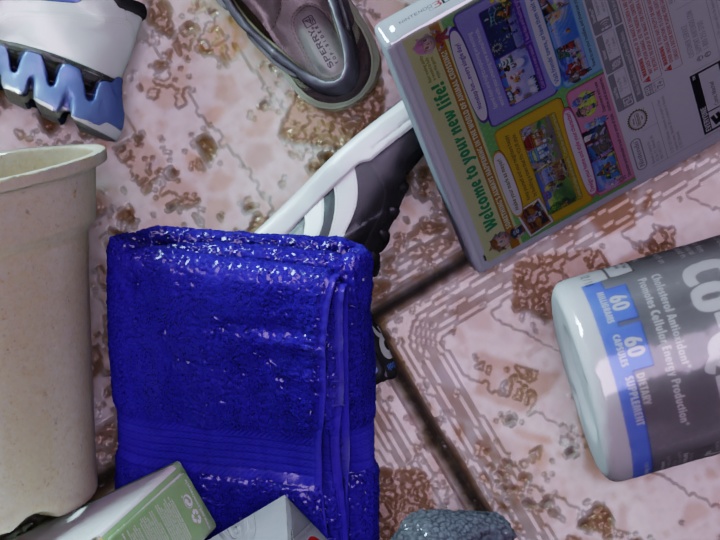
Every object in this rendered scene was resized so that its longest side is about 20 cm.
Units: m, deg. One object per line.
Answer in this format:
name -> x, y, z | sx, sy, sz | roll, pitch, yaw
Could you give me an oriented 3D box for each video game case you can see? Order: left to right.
video game case -> 0.114, -0.104, 1.384 | 0.181, 0.200, 0.022 | -29, 51, -3

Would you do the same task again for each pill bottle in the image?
pill bottle -> 0.212, 0.034, 1.406 | 0.199, 0.114, 0.114 | -16, 87, -2

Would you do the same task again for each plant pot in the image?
plant pot -> -0.216, 0.041, 1.376 | 0.199, 0.200, 0.185 | -10, 98, -1

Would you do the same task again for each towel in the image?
towel -> -0.063, 0.078, 1.386 | 0.147, 0.050, 0.201 | 3, 112, 8

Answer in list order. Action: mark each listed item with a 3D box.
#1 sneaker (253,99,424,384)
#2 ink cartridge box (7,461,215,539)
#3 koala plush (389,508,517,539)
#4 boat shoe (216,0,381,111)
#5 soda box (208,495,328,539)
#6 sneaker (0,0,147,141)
sneaker -> 0.000, 0.000, 1.432 | 0.200, 0.073, 0.112 | -43, 91, 6
ink cartridge box -> -0.178, 0.173, 1.328 | 0.145, 0.200, 0.048 | -25, 97, 27
koala plush -> 0.127, 0.227, 1.373 | 0.199, 0.178, 0.185 | -9, 125, -7
boat shoe -> -0.059, -0.177, 1.438 | 0.072, 0.065, 0.201 | -34, 87, -1
soda box -> -0.098, 0.203, 1.376 | 0.199, 0.064, 0.068 | -32, 122, 18
sneaker -> -0.202, -0.161, 1.436 | 0.198, 0.081, 0.116 | 25, 83, -6
